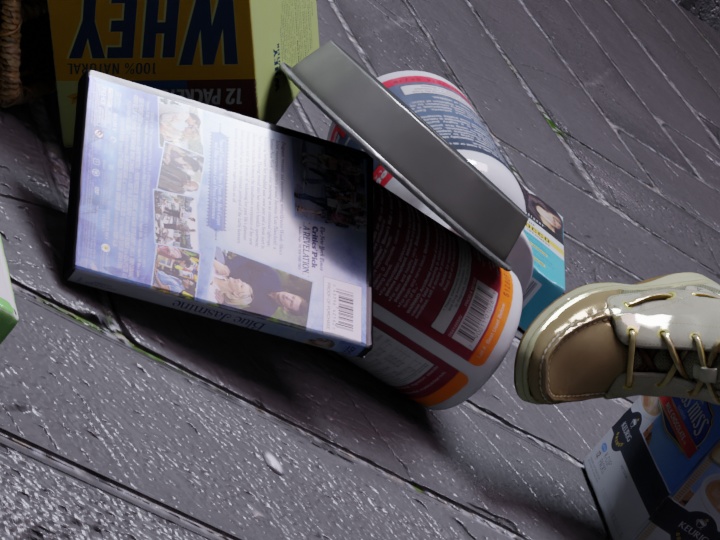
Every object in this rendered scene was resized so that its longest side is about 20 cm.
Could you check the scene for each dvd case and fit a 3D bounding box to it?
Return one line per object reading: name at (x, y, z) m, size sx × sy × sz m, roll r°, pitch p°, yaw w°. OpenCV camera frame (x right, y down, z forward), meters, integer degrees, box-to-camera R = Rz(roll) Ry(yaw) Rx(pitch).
dvd case at (-0.082, -0.034, 1.521) m, size 0.199 × 0.018 × 0.143 m, roll 16°, pitch 56°, yaw -23°

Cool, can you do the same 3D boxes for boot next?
boot at (0.214, 0.061, 1.641) m, size 0.199 × 0.072 × 0.154 m, roll -14°, pitch 26°, yaw -39°

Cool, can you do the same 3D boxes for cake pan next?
cake pan at (0.033, -0.078, 1.620) m, size 0.200 × 0.037 × 0.200 m, roll 42°, pitch 4°, yaw -3°

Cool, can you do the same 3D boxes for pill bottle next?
pill bottle at (0.054, -0.051, 1.845) m, size 0.119 × 0.120 × 0.200 m, roll 29°, pitch 19°, yaw -30°
pill bottle at (0.000, 0.000, 1.642) m, size 0.200 × 0.110 × 0.110 m, roll 33°, pitch 18°, yaw -23°

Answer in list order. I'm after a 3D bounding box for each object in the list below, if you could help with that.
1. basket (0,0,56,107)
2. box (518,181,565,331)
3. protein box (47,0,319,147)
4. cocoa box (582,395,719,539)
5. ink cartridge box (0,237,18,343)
basket at (-0.218, -0.216, 1.675) m, size 0.149 × 0.143 × 0.200 m, roll 40°, pitch 17°, yaw 4°
box at (0.123, -0.021, 2.065) m, size 0.082 × 0.049 × 0.200 m, roll 37°, pitch 17°, yaw -8°
protein box at (-0.116, -0.203, 1.655) m, size 0.134 × 0.200 × 0.200 m, roll 0°, pitch 20°, yaw 11°
cocoa box at (0.281, 0.167, 1.773) m, size 0.200 × 0.131 × 0.134 m, roll 33°, pitch 17°, yaw -20°
ink cartridge box at (-0.238, 0.037, 0.878) m, size 0.145 × 0.200 × 0.084 m, roll 28°, pitch 22°, yaw -32°
